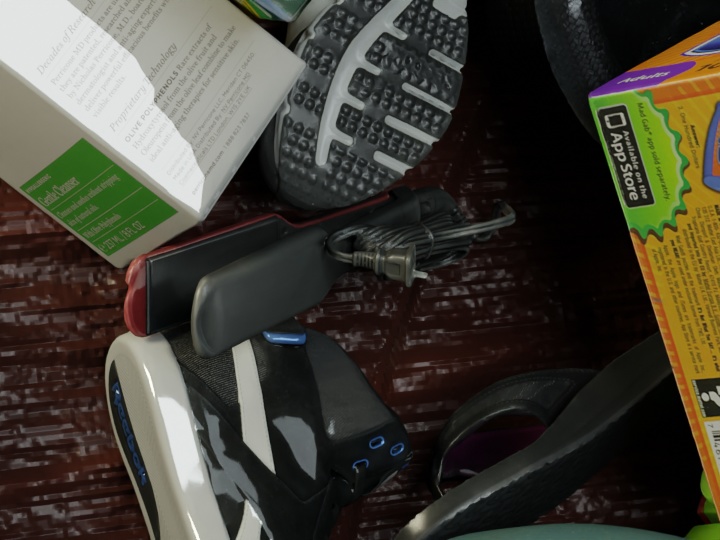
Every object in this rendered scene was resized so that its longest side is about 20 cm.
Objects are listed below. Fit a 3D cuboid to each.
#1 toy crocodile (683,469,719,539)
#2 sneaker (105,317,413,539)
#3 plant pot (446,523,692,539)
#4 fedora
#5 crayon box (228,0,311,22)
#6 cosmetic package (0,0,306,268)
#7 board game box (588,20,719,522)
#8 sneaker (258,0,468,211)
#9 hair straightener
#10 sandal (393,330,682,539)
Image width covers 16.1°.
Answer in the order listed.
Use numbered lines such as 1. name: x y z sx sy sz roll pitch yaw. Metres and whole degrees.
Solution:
1. toy crocodile: 0.190 0.074 1.128 0.068 0.062 0.200 49 60 -29
2. sneaker: -0.022 0.110 1.011 0.112 0.073 0.200 -12 82 -25
3. plant pot: 0.070 0.177 0.992 0.135 0.200 0.200 30 63 22
4. fedora: 0.122 -0.124 1.107 0.200 0.092 0.201 2 87 -44
5. crayon box: -0.075 -0.155 0.993 0.126 0.200 0.052 38 89 -12
6. cosmetic package: -0.134 -0.100 0.988 0.200 0.108 0.085 37 68 -11
7. board game box: 0.249 -0.021 1.006 0.200 0.200 0.200 -29 106 -44
8. sneaker: 0.004 -0.109 1.070 0.074 0.080 0.200 35 64 -25
9. hair straightener: 0.000 0.000 1.031 0.200 0.077 0.041 -14 115 -47
10. sandal: 0.076 0.068 1.077 0.200 0.075 0.048 -32 68 -34
